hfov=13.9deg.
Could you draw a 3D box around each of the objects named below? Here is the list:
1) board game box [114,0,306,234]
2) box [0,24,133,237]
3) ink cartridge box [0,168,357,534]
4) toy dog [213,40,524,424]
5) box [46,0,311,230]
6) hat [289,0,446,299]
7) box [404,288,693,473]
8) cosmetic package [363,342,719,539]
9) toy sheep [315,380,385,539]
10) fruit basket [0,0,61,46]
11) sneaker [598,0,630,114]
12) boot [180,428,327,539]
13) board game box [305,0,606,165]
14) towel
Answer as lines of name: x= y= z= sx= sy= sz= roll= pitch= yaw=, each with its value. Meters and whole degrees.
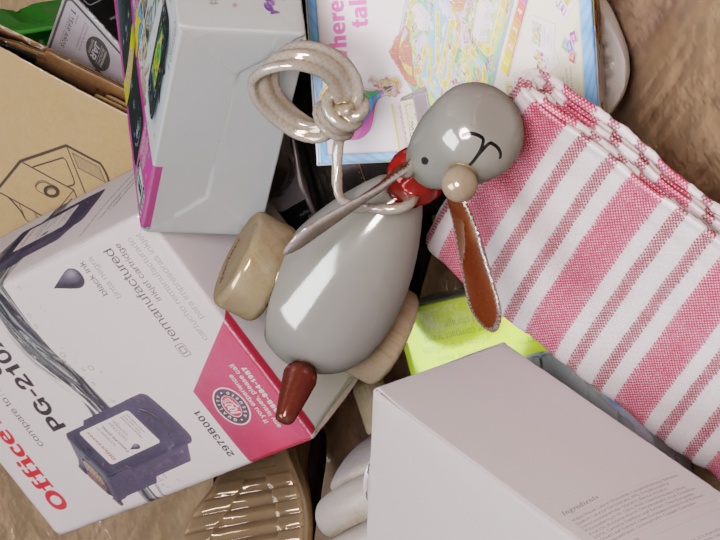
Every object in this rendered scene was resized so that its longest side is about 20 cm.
board game box: x=-0.076 y=-0.140 z=1.399 sx=0.148 sy=0.064 sz=0.201 roll=108 pitch=160 yaw=-50
box: x=-0.144 y=-0.019 z=1.572 sx=0.163 sy=0.021 sz=0.201 roll=27 pitch=134 yaw=22
ink cartridge box: x=-0.116 y=0.036 z=1.507 sx=0.199 sy=0.084 sz=0.145 roll=-24 pitch=110 yaw=40
toy dog: x=0.000 y=0.000 z=1.324 sx=0.200 sy=0.131 sz=0.097 roll=102 pitch=180 yaw=-53
box: x=-0.086 y=-0.057 z=1.570 sx=0.200 sy=0.060 sz=0.117 roll=48 pitch=142 yaw=17
hat: x=0.021 y=-0.086 z=1.464 sx=0.081 sy=0.200 sz=0.202 roll=-19 pitch=90 yaw=20
box: x=0.100 y=0.100 z=1.441 sx=0.121 sy=0.048 sz=0.201 roll=-13 pitch=95 yaw=29
cosmetic package: x=0.092 y=0.129 z=1.325 sx=0.200 sy=0.084 sz=0.108 roll=37 pitch=135 yaw=42
toy sheep: x=0.036 y=0.151 z=1.548 sx=0.201 sy=0.137 sz=0.138 roll=64 pitch=150 yaw=10
fruit basket: x=-0.170 y=-0.064 z=1.687 sx=0.215 sy=0.215 sz=0.156 roll=33 pitch=133 yaw=47
sneaker: x=0.053 y=-0.147 z=1.409 sx=0.200 sy=0.079 sz=0.079 roll=41 pitch=108 yaw=7
boot: x=-0.045 y=0.145 z=1.629 sx=0.167 sy=0.072 sz=0.201 roll=65 pitch=-155 yaw=-63
board game box: x=0.040 y=-0.152 z=1.346 sx=0.034 sy=0.134 sz=0.201 roll=-47 pitch=-46 yaw=-76
towel: x=0.129 y=0.006 z=1.332 sx=0.200 sy=0.030 sz=0.147 roll=38 pitch=145 yaw=5
